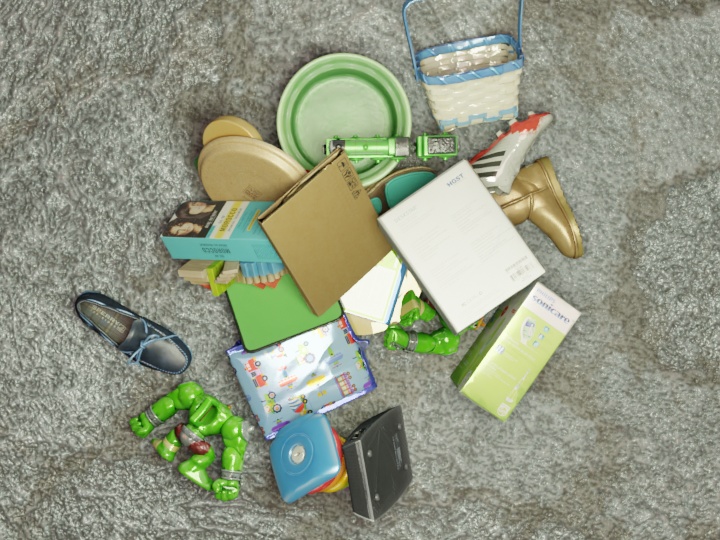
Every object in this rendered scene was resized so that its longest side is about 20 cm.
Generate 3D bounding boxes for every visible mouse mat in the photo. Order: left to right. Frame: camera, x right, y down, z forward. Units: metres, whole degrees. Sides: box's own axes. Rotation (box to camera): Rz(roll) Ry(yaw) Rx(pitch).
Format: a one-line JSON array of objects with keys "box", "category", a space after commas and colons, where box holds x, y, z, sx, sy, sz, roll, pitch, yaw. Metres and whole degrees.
[{"box": [-0.128, 0.014, 1.627, 0.161, 0.008, 0.200, -20, 65, -2], "category": "mouse mat"}]

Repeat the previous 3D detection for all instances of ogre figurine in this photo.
[{"box": [-0.244, 0.249, 1.628, 0.200, 0.098, 0.120, 33, 88, 39], "category": "ogre figurine"}, {"box": [0.128, 0.047, 1.624, 0.120, 0.098, 0.200, 30, 68, -29], "category": "ogre figurine"}]

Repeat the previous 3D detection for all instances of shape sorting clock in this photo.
[{"box": [0.000, 0.000, 1.659, 0.200, 0.039, 0.200, 0, 91, 0], "category": "shape sorting clock"}]

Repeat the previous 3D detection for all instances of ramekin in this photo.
[{"box": [-0.025, -0.222, 1.616, 0.200, 0.098, 0.200, 0, 94, -2], "category": "ramekin"}]

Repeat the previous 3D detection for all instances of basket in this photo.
[{"box": [0.155, -0.318, 1.584, 0.176, 0.139, 0.200, -8, 125, -2], "category": "basket"}]

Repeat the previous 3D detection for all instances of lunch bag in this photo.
[{"box": [-0.080, 0.145, 1.631, 0.200, 0.094, 0.151, -23, 94, 6], "category": "lunch bag"}]

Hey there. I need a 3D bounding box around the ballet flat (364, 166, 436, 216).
[{"box": [0.023, -0.116, 1.629, 0.200, 0.065, 0.071, -27, 130, -26], "category": "ballet flat"}]

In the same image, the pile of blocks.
[{"box": [-0.166, 0.008, 1.592, 0.200, 0.082, 0.062, -8, 115, 6], "category": "pile of blocks"}]

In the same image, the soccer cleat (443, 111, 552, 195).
[{"box": [0.216, -0.161, 1.608, 0.200, 0.069, 0.085, -36, 82, 0], "category": "soccer cleat"}]

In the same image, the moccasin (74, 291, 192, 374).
[{"box": [-0.355, 0.105, 1.641, 0.200, 0.068, 0.081, 27, 92, -3], "category": "moccasin"}]

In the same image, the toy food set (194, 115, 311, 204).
[{"box": [-0.153, -0.131, 1.582, 0.200, 0.198, 0.049, 25, 55, -2], "category": "toy food set"}]

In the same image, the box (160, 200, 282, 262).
[{"box": [-0.190, -0.059, 1.583, 0.200, 0.082, 0.049, 2, 138, 26], "category": "box"}]

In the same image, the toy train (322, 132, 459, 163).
[{"box": [0.045, -0.177, 1.543, 0.200, 0.056, 0.042, -2, 94, -2], "category": "toy train"}]

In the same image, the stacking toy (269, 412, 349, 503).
[{"box": [-0.033, 0.296, 1.624, 0.116, 0.200, 0.110, -35, 54, 23], "category": "stacking toy"}]

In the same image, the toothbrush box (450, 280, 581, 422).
[{"box": [0.231, 0.115, 1.622, 0.086, 0.146, 0.200, 36, 93, -3], "category": "toothbrush box"}]

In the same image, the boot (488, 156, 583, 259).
[{"box": [0.223, -0.068, 1.654, 0.200, 0.066, 0.175, -22, 82, -1], "category": "boot"}]

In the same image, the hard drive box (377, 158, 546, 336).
[{"box": [0.143, -0.032, 1.532, 0.156, 0.077, 0.200, -34, 83, -2], "category": "hard drive box"}]

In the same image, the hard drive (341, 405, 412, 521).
[{"box": [0.027, 0.286, 1.606, 0.042, 0.200, 0.135, -8, 95, 20], "category": "hard drive"}]

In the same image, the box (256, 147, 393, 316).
[{"box": [-0.046, -0.052, 1.544, 0.163, 0.021, 0.200, -43, 132, -16], "category": "box"}]
